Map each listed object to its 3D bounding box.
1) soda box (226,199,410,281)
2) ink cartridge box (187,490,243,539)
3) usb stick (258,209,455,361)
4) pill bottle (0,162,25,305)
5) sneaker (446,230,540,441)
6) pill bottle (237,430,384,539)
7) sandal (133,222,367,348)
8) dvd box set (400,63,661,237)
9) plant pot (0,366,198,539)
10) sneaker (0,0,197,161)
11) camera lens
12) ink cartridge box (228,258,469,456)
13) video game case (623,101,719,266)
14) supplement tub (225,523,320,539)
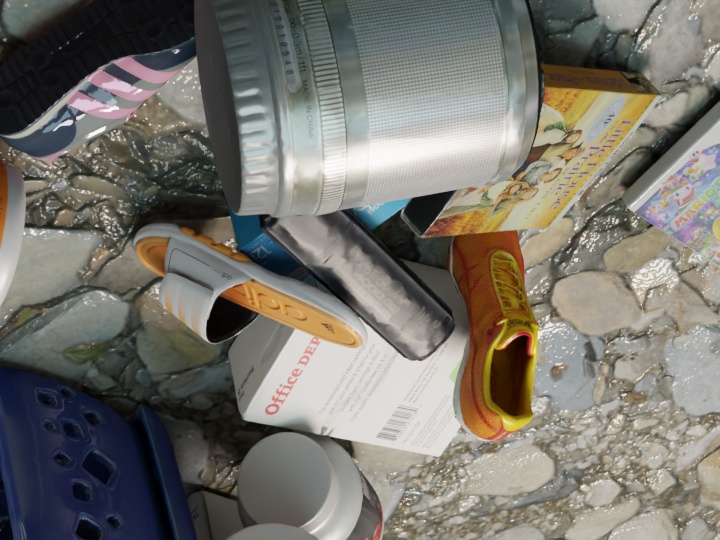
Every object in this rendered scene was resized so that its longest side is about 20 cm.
[{"bbox_3d":[-0.004,-0.076,1.067,0.199,0.068,0.064,-35,133,15],"label":"soda box"},{"bbox_3d":[-0.110,0.309,1.377,0.198,0.084,0.145,23,121,-34],"label":"ink cartridge box"},{"bbox_3d":[0.000,0.000,1.061,0.055,0.033,0.200,-43,126,5],"label":"usb stick"},{"bbox_3d":[-0.338,-0.038,0.964,0.198,0.114,0.114,13,127,-28],"label":"pill bottle"},{"bbox_3d":[0.115,0.032,1.125,0.072,0.203,0.077,5,163,-29],"label":"sneaker"},{"bbox_3d":[-0.046,0.204,1.238,0.109,0.112,0.200,-21,157,2],"label":"pill bottle"},{"bbox_3d":[-0.094,0.026,1.061,0.204,0.060,0.079,21,155,21],"label":"sandal"},{"bbox_3d":[0.132,-0.088,1.063,0.199,0.029,0.147,-6,140,-54],"label":"dvd box set"},{"bbox_3d":[-0.248,0.223,1.180,0.178,0.201,0.201,12,127,-34],"label":"plant pot"},{"bbox_3d":[-0.160,-0.142,0.972,0.198,0.071,0.082,-27,157,6],"label":"sneaker"},{"bbox_3d":[0.006,-0.123,0.892,0.197,0.161,0.161,-10,134,-13],"label":"camera lens"},{"bbox_3d":[0.008,0.066,1.191,0.198,0.085,0.146,14,125,-28],"label":"ink cartridge box"},{"bbox_3d":[0.337,-0.067,1.210,0.199,0.018,0.143,27,120,-35],"label":"video game case"},{"bbox_3d":[-0.089,0.303,1.145,0.138,0.142,0.201,2,146,-19],"label":"supplement tub"}]
